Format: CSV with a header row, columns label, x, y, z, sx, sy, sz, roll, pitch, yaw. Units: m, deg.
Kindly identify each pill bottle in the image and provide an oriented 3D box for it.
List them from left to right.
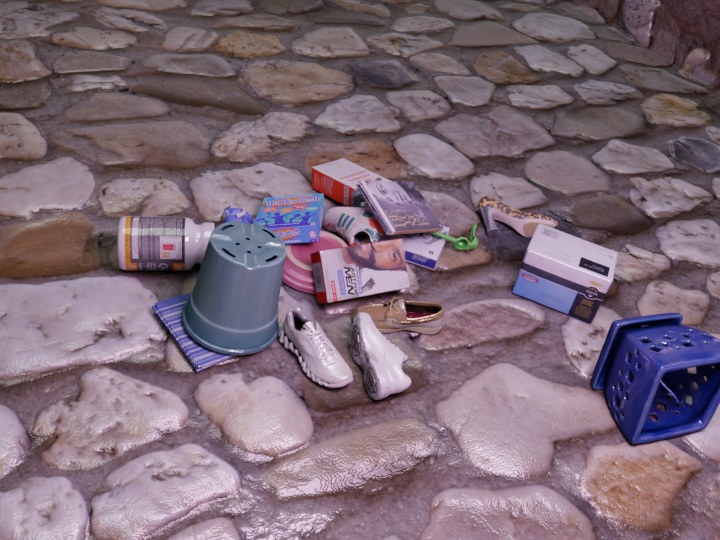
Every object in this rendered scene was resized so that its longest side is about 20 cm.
label,x,y,z,sx,sy,sz,roll,pitch,yaw
pill bottle,-0.416,-0.058,1.548,0.198,0.117,0.117,1,40,-12

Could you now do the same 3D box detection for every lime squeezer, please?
label,x,y,z,sx,sy,sz,roll,pitch,yaw
lime squeezer,0.255,-0.083,1.782,0.199,0.038,0.071,-11,75,-49

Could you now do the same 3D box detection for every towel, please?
label,x,y,z,sx,sy,sz,roll,pitch,yaw
towel,-0.314,0.114,1.447,0.144,0.024,0.200,-19,49,-35

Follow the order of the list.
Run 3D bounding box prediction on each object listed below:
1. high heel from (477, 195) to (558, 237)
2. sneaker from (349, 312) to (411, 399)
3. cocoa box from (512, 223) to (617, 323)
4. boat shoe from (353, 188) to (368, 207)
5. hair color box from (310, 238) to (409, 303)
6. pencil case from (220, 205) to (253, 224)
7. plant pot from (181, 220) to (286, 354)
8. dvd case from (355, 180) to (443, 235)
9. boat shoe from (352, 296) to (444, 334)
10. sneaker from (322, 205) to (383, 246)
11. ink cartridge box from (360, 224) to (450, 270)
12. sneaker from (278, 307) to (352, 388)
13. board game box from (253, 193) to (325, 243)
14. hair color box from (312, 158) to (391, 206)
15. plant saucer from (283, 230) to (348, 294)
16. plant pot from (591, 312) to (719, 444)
label,x,y,z,sx,sy,sz,roll,pitch,yaw
high heel,0.415,-0.156,1.905,0.198,0.072,0.143,-4,47,-4
sneaker,0.042,0.168,1.433,0.098,0.078,0.201,-1,49,-25
cocoa box,0.477,0.006,1.679,0.198,0.132,0.134,22,39,13
boat shoe,0.074,-0.149,1.754,0.198,0.072,0.068,11,65,-29
hair color box,0.000,0.000,1.567,0.198,0.112,0.064,-10,1,-25
pencil case,-0.280,-0.062,1.613,0.077,0.087,0.201,20,36,-22
plant pot,-0.236,0.023,1.407,0.198,0.197,0.201,14,33,-9
dvd case,0.094,-0.149,1.679,0.199,0.016,0.149,-7,59,-45
boat shoe,0.083,0.089,1.533,0.198,0.067,0.074,3,39,-11
sneaker,-0.025,-0.096,1.698,0.198,0.070,0.094,1,63,40
ink cartridge box,0.118,-0.098,1.790,0.198,0.041,0.201,17,39,8
sneaker,-0.089,0.151,1.407,0.075,0.082,0.200,-24,52,-38
board game box,-0.166,-0.122,1.688,0.150,0.045,0.200,-4,26,4
hair color box,-0.025,-0.222,1.861,0.110,0.065,0.199,-21,36,-34
plant saucer,-0.101,-0.029,1.644,0.198,0.051,0.201,7,38,-6
plant pot,0.588,0.201,1.429,0.198,0.202,0.180,-6,35,-20
